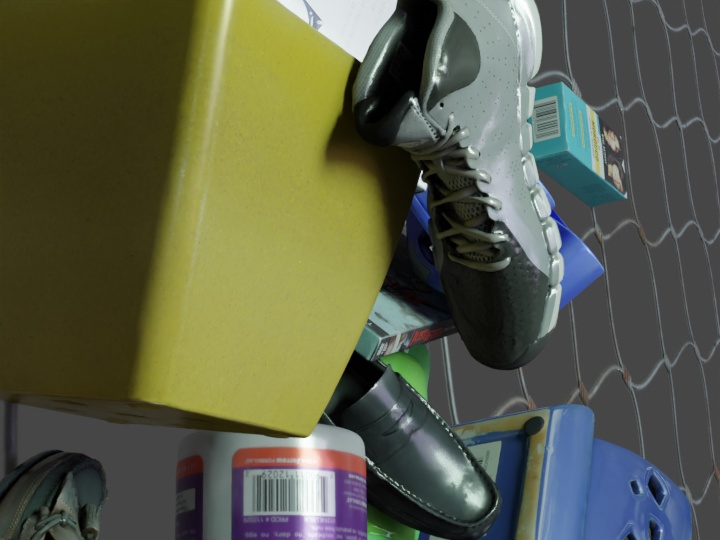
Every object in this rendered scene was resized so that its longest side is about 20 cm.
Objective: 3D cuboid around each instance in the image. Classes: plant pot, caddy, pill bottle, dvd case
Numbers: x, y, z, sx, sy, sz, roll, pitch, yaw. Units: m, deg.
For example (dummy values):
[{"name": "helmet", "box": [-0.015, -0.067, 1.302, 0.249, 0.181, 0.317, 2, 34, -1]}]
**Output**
[{"name": "plant pot", "box": [0.111, 0.215, 0.935, 0.180, 0.199, 0.201, 50, 39, -33]}, {"name": "plant pot", "box": [-0.099, -0.016, 0.633, 0.200, 0.198, 0.178, 24, 69, -57]}, {"name": "caddy", "box": [0.077, -0.033, 0.889, 0.142, 0.105, 0.200, 48, 8, -29]}, {"name": "pill bottle", "box": [-0.049, 0.193, 0.721, 0.111, 0.111, 0.202, 27, 57, -56]}, {"name": "dvd case", "box": [0.000, 0.000, 0.881, 0.200, 0.146, 0.022, -11, 134, -61]}]

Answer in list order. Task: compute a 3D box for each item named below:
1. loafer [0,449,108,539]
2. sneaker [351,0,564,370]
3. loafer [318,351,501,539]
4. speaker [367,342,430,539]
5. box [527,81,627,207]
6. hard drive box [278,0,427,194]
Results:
[{"name": "loafer", "box": [-0.148, 0.149, 0.576, 0.200, 0.062, 0.072, -63, 146, -62]}, {"name": "sneaker", "box": [0.038, -0.045, 0.623, 0.115, 0.075, 0.202, -10, 96, -52]}, {"name": "loafer", "box": [0.005, 0.092, 0.800, 0.200, 0.071, 0.068, 39, 61, 9]}, {"name": "speaker", "box": [0.001, 0.125, 0.872, 0.088, 0.088, 0.202, 44, 43, -47]}, {"name": "box", "box": [0.247, -0.140, 1.471, 0.200, 0.049, 0.083, 23, 61, -58]}, {"name": "hard drive box", "box": [-0.030, -0.158, 0.814, 0.199, 0.077, 0.157, 30, 68, -27]}]
